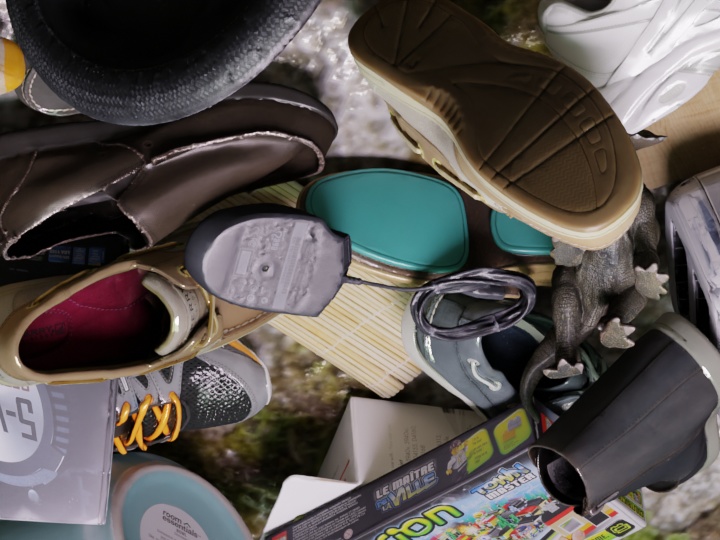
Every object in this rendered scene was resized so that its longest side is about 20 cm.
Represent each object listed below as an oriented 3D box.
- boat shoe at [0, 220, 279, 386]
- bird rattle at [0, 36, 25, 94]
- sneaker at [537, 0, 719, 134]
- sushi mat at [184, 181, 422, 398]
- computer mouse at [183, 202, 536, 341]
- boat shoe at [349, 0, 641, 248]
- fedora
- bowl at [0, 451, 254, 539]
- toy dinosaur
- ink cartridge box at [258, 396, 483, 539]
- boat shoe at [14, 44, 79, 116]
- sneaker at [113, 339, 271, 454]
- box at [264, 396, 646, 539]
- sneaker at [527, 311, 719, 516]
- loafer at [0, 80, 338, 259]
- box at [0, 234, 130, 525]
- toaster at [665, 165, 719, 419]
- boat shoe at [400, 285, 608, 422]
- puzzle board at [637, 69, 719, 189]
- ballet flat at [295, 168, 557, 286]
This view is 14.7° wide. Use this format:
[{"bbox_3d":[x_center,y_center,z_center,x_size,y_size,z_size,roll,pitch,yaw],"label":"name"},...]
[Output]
[{"bbox_3d":[-0.108,0.022,1.487,0.199,0.066,0.075,-19,105,-22],"label":"boat shoe"},{"bbox_3d":[-0.261,-0.095,1.397,0.199,0.113,0.163,-31,147,29],"label":"bird rattle"},{"bbox_3d":[0.173,-0.151,1.372,0.199,0.078,0.100,-34,103,11],"label":"sneaker"},{"bbox_3d":[-0.020,0.008,1.586,0.095,0.012,0.199,-37,128,28],"label":"sushi mat"},{"bbox_3d":[0.000,0.000,1.479,0.199,0.034,0.059,11,111,-22],"label":"computer mouse"},{"bbox_3d":[0.073,-0.068,1.388,0.074,0.200,0.067,-37,139,-9],"label":"boat shoe"},{"bbox_3d":[-0.069,-0.157,1.317,0.200,0.202,0.091,-27,159,21],"label":"fedora"},{"bbox_3d":[-0.130,0.187,1.623,0.200,0.202,0.105,30,129,-32],"label":"bowl"},{"bbox_3d":[0.128,-0.004,1.471,0.076,0.103,0.201,8,126,10],"label":"toy dinosaur"},{"bbox_3d":[0.037,0.140,1.687,0.198,0.067,0.116,8,139,-14],"label":"ink cartridge box"},{"bbox_3d":[-0.098,-0.124,1.406,0.199,0.057,0.067,-28,134,22],"label":"boat shoe"},{"bbox_3d":[-0.149,0.077,1.601,0.198,0.078,0.079,-1,135,-6],"label":"sneaker"},{"bbox_3d":[0.053,0.152,1.623,0.199,0.035,0.110,-30,133,27],"label":"box"},{"bbox_3d":[0.138,0.094,1.526,0.106,0.075,0.200,-39,163,-11],"label":"sneaker"},{"bbox_3d":[-0.106,-0.043,1.466,0.198,0.072,0.073,-12,153,2],"label":"loafer"},{"bbox_3d":[-0.231,0.051,1.522,0.198,0.044,0.162,5,95,-10],"label":"box"},{"bbox_3d":[0.239,0.002,1.510,0.128,0.114,0.200,-18,147,-3],"label":"toaster"},{"bbox_3d":[0.107,0.066,1.599,0.200,0.073,0.062,33,164,-38],"label":"boat shoe"},{"bbox_3d":[0.189,-0.133,1.457,0.150,0.017,0.200,-17,135,14],"label":"puzzle board"},{"bbox_3d":[0.059,-0.013,1.537,0.198,0.069,0.063,5,153,-8],"label":"ballet flat"}]
